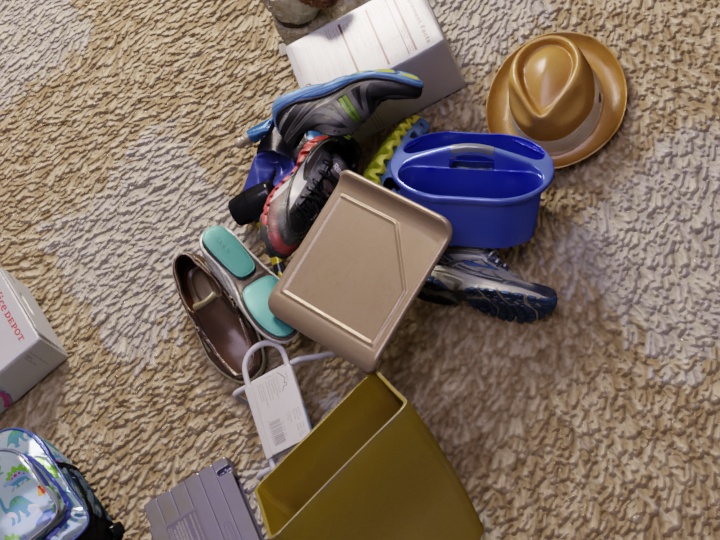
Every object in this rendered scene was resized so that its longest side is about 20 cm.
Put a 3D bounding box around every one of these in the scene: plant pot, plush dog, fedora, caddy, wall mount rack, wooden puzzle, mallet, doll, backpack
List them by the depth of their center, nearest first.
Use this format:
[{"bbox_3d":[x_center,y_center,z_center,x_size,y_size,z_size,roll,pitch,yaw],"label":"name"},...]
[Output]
[{"bbox_3d":[0.020,0.256,1.431,0.200,0.200,0.177,-45,101,-3],"label":"plant pot"},{"bbox_3d":[0.000,0.000,1.554,0.184,0.037,0.202,28,88,36],"label":"wooden puzzle"},{"bbox_3d":[0.135,-0.109,1.578,0.197,0.106,0.142,3,40,8],"label":"caddy"},{"bbox_3d":[-0.062,0.170,1.587,0.172,0.075,0.202,-27,60,12],"label":"wall mount rack"},{"bbox_3d":[-0.429,0.301,1.622,0.183,0.147,0.200,-41,57,-4],"label":"backpack"},{"bbox_3d":[0.240,-0.229,1.640,0.198,0.082,0.203,-8,65,18],"label":"fedora"},{"bbox_3d":[-0.118,-0.012,1.681,0.065,0.041,0.203,-17,82,20],"label":"mallet"},{"bbox_3d":[-0.081,-0.362,1.762,0.199,0.172,0.161,28,79,37],"label":"plush dog"},{"bbox_3d":[-0.111,-0.158,1.763,0.135,0.049,0.202,13,72,22],"label":"doll"}]

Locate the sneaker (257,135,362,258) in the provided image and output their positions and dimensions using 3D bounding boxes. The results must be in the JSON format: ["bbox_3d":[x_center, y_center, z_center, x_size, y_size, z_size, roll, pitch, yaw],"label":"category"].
[{"bbox_3d":[-0.059,-0.101,1.651,0.097,0.071,0.202,-13,38,48],"label":"sneaker"}]

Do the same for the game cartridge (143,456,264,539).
[{"bbox_3d":[-0.177,0.343,1.572,0.129,0.038,0.201,-32,60,9],"label":"game cartridge"}]

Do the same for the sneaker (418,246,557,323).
[{"bbox_3d":[0.149,0.000,1.579,0.198,0.077,0.086,14,68,25],"label":"sneaker"}]

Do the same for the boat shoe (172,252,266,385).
[{"bbox_3d":[-0.192,0.060,1.680,0.074,0.075,0.203,-37,59,1],"label":"boat shoe"}]

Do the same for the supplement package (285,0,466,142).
[{"bbox_3d":[0.021,-0.271,1.724,0.198,0.117,0.118,-26,60,8],"label":"supplement package"}]

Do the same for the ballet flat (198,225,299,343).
[{"bbox_3d":[-0.138,0.026,1.657,0.069,0.069,0.200,-41,65,-1],"label":"ballet flat"}]

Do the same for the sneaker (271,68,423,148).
[{"bbox_3d":[-0.012,-0.202,1.624,0.197,0.071,0.084,-15,94,14],"label":"sneaker"}]

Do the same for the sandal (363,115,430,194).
[{"bbox_3d":[0.044,-0.109,1.678,0.086,0.079,0.202,31,70,-7],"label":"sandal"}]

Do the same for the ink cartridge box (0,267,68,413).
[{"bbox_3d":[-0.519,0.117,1.774,0.199,0.085,0.145,-40,60,1],"label":"ink cartridge box"}]
